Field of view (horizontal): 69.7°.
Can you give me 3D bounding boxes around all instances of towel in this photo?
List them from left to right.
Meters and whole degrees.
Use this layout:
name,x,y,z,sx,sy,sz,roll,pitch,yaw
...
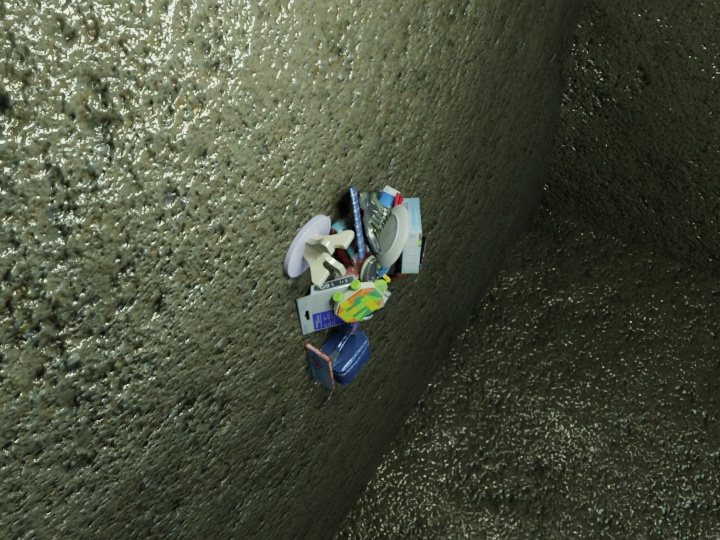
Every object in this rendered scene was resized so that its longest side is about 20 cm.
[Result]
name,x,y,z,sx,sy,sz,roll,pitch,yaw
towel,-0.012,-0.140,1.500,0.145,0.023,0.204,-80,162,-79

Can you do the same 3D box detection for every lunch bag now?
name,x,y,z,sx,sy,sz,roll,pitch,yaw
lunch bag,-0.052,0.296,1.888,0.201,0.135,0.133,-51,153,-24

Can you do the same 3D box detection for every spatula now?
name,x,y,z,sx,sy,sz,roll,pitch,yaw
spatula,0.027,0.159,1.770,0.199,0.020,0.057,-23,134,-51

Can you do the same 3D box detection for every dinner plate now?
name,x,y,z,sx,sy,sz,roll,pitch,yaw
dinner plate,0.090,-0.109,1.602,0.024,0.200,0.203,15,105,-25

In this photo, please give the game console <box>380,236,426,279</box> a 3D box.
name,x,y,z,sx,sy,sz,roll,pitch,yaw
game console,0.147,-0.038,1.942,0.170,0.199,0.121,-16,89,-27

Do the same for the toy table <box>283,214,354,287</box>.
name,x,y,z,sx,sy,sz,roll,pitch,yaw
toy table,-0.112,-0.050,1.451,0.202,0.116,0.184,-61,155,-5

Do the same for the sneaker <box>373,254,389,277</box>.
name,x,y,z,sx,sy,sz,roll,pitch,yaw
sneaker,0.093,-0.066,1.747,0.203,0.070,0.083,-69,162,-1

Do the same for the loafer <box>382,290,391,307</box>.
name,x,y,z,sx,sy,sz,roll,pitch,yaw
loafer,0.059,0.086,1.887,0.200,0.071,0.064,-146,-105,-77

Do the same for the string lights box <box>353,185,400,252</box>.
name,x,y,z,sx,sy,sz,roll,pitch,yaw
string lights box,0.055,-0.172,1.716,0.201,0.058,0.103,-52,156,-22

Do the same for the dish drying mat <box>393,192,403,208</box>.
name,x,y,z,sx,sy,sz,roll,pitch,yaw
dish drying mat,0.113,-0.143,1.669,0.077,0.018,0.204,45,54,-73

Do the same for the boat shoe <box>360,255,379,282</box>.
name,x,y,z,sx,sy,sz,roll,pitch,yaw
boat shoe,0.038,0.045,1.679,0.072,0.064,0.203,-30,139,-41

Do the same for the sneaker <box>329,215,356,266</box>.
name,x,y,z,sx,sy,sz,roll,pitch,yaw
sneaker,-0.034,-0.090,1.606,0.096,0.079,0.201,-53,154,-22

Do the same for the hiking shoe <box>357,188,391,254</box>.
name,x,y,z,sx,sy,sz,roll,pitch,yaw
hiking shoe,0.052,-0.152,1.572,0.076,0.099,0.204,119,-40,-80

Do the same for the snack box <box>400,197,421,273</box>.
name,x,y,z,sx,sy,sz,roll,pitch,yaw
snack box,0.170,-0.117,1.774,0.202,0.066,0.171,86,4,-48

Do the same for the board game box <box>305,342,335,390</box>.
name,x,y,z,sx,sy,sz,roll,pitch,yaw
board game box,-0.138,0.339,1.805,0.019,0.102,0.202,-46,151,-31

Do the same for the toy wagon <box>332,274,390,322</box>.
name,x,y,z,sx,sy,sz,roll,pitch,yaw
toy wagon,0.011,0.085,1.614,0.199,0.040,0.155,-34,139,11

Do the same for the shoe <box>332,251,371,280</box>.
name,x,y,z,sx,sy,sz,roll,pitch,yaw
shoe,0.000,0.000,1.745,0.199,0.090,0.072,-35,144,-45

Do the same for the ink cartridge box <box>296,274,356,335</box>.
name,x,y,z,sx,sy,sz,roll,pitch,yaw
ink cartridge box,-0.105,0.112,1.652,0.197,0.044,0.200,-15,141,-12
